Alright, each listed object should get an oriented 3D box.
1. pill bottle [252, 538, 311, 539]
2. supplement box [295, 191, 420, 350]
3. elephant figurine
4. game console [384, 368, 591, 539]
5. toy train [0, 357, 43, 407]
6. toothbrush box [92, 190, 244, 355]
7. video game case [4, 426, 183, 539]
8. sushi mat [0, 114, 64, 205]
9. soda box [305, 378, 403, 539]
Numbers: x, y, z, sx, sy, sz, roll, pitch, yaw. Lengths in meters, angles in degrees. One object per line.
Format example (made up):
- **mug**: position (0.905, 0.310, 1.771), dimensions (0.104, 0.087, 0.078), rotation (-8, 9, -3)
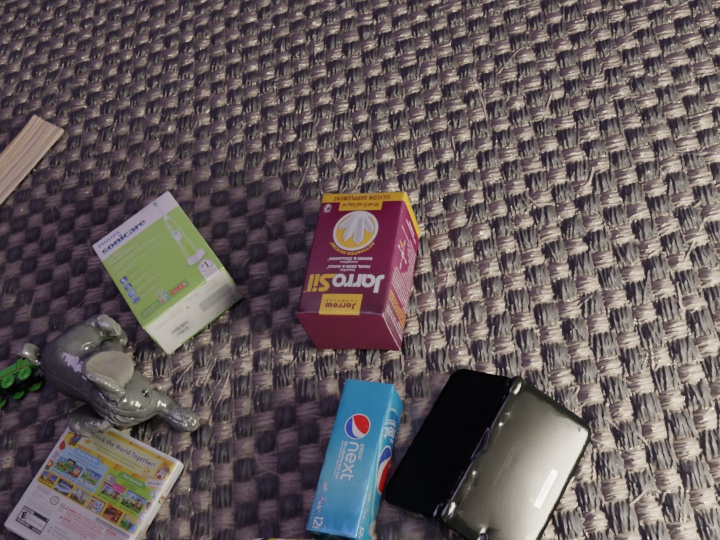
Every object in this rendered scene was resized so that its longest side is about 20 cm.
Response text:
- **pill bottle**: position (-0.038, 0.368, 1.110), dimensions (0.197, 0.113, 0.114), rotation (-3, 57, 17)
- **supplement box**: position (0.000, 0.000, 1.346), dimensions (0.129, 0.104, 0.203), rotation (0, 58, 18)
- **elephant figurine**: position (-0.344, 0.161, 1.332), dimensions (0.154, 0.142, 0.200), rotation (-35, 49, -13)
- **game console**: position (0.156, 0.237, 1.190), dimensions (0.175, 0.117, 0.201), rotation (33, 70, 1)
- **toy train**: position (-0.505, 0.156, 1.457), dimensions (0.198, 0.042, 0.057), rotation (-25, 44, 2)
- **toothbrush box**: position (-0.290, 0.001, 1.455), dimensions (0.145, 0.086, 0.200), rotation (-37, 55, -7)
- **video game case**: position (-0.363, 0.307, 1.319), dimensions (0.198, 0.023, 0.183), rotation (17, 65, 29)
- **sushi mat**: position (-0.623, -0.192, 1.742), dimensions (0.095, 0.012, 0.201), rotation (23, 68, 29)
- **soda box**: position (-0.004, 0.242, 1.212), dimensions (0.067, 0.064, 0.202), rotation (4, 60, 20)
